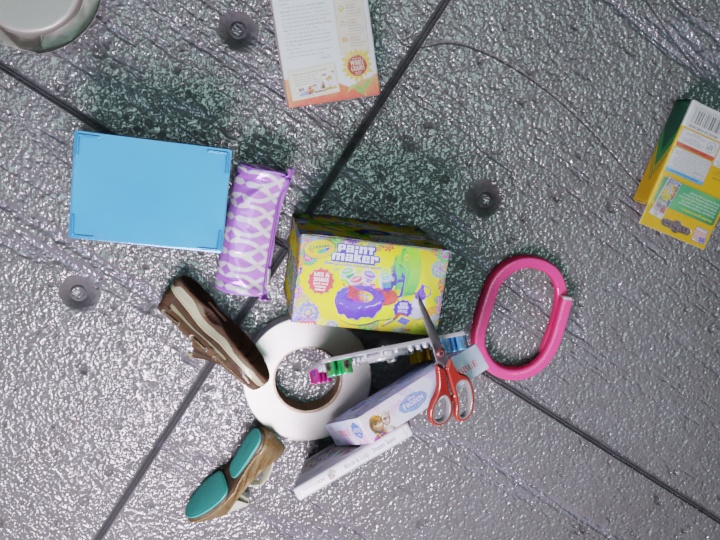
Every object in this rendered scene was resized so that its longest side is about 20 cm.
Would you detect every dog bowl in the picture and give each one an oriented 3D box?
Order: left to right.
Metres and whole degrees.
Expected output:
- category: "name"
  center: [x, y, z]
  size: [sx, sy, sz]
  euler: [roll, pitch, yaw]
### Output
- category: "dog bowl"
  center: [-0.436, -0.386, 1.037]
  size: [0.199, 0.059, 0.201]
  euler: [-2, 102, -8]

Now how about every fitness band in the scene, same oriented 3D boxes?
- category: "fitness band"
  center: [0.253, 0.075, 1.247]
  size: [0.143, 0.037, 0.201]
  euler: [13, 99, -10]

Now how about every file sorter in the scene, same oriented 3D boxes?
- category: "file sorter"
  center: [-0.282, -0.113, 1.085]
  size: [0.199, 0.123, 0.140]
  euler: [6, 102, -9]

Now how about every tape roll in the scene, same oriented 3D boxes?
- category: "tape roll"
  center: [-0.083, 0.164, 1.218]
  size: [0.202, 0.037, 0.204]
  euler: [-2, 102, -8]

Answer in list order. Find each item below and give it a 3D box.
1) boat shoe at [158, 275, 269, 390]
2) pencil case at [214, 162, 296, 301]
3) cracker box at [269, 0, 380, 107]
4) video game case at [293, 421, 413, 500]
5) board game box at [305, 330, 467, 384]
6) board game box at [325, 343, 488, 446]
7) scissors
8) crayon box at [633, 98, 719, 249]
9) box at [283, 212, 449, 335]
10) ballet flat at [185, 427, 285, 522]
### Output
- category: "boat shoe"
  center: [-0.218, 0.104, 1.156]
  size: [0.075, 0.075, 0.202]
  euler: [-43, 80, 10]
- category: "pencil case"
  center: [-0.154, -0.056, 1.134]
  size: [0.085, 0.084, 0.201]
  euler: [16, 103, 23]
- category: "cracker box"
  center: [-0.053, -0.338, 1.103]
  size: [0.133, 0.058, 0.201]
  euler: [-10, 104, -7]
- category: "video game case"
  center: [-0.009, 0.264, 1.168]
  size: [0.181, 0.200, 0.024]
  euler: [-30, 88, -1]
- category: "board game box"
  center: [0.031, 0.126, 1.108]
  size: [0.199, 0.200, 0.026]
  euler: [-10, 81, -13]
- category: "board game box"
  center: [0.061, 0.183, 1.133]
  size: [0.199, 0.200, 0.041]
  euler: [-29, 86, -19]
- category: "scissors"
  center: [0.111, 0.113, 1.024]
  size: [0.073, 0.014, 0.201]
  euler: [-17, 111, -22]
- category: "crayon box"
  center: [0.515, -0.149, 1.228]
  size: [0.125, 0.052, 0.201]
  euler: [20, 98, -12]
- category: "box"
  center: [0.000, 0.000, 1.114]
  size: [0.199, 0.193, 0.123]
  euler: [6, 101, -9]
- category: "ballet flat"
  center: [-0.187, 0.326, 1.224]
  size: [0.072, 0.068, 0.200]
  euler: [32, 103, -34]
